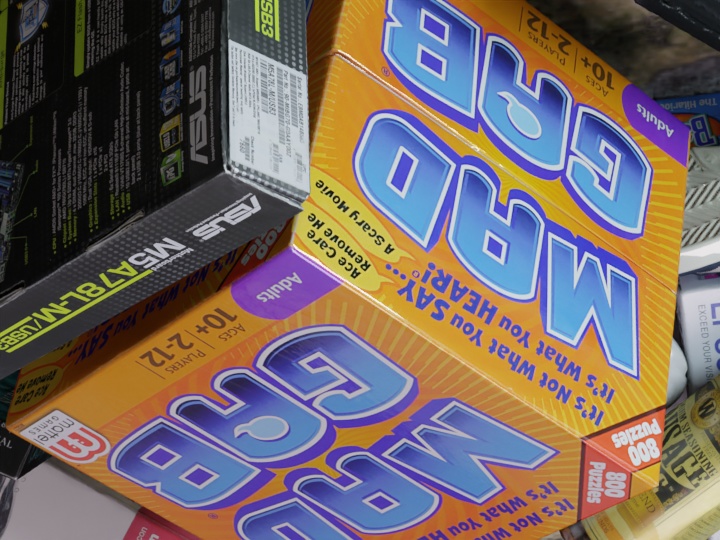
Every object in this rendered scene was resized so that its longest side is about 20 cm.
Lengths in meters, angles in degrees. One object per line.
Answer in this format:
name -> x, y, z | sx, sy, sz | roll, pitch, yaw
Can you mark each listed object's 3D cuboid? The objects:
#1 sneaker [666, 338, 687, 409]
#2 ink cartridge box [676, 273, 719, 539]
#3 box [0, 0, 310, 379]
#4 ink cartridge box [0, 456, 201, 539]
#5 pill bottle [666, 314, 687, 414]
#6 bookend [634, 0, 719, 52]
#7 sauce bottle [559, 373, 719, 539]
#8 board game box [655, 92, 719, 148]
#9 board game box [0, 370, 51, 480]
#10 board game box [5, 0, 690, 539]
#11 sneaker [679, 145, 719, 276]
sneaker -> 0.089, 0.089, 1.197 | 0.080, 0.070, 0.200 | -36, 174, -38
ink cartridge box -> 0.271, 0.063, 1.177 | 0.199, 0.043, 0.197 | -8, 126, 8
box -> -0.100, -0.080, 0.875 | 0.047, 0.201, 0.193 | 22, 143, -37
ink cartridge box -> -0.174, 0.131, 1.244 | 0.200, 0.085, 0.145 | 29, -176, 4
pill bottle -> 0.166, 0.078, 1.291 | 0.200, 0.113, 0.112 | -19, 148, 27
bookend -> 0.240, -0.149, 0.890 | 0.198, 0.092, 0.200 | -27, 145, 37
sauce bottle -> 0.188, 0.085, 1.131 | 0.200, 0.066, 0.066 | -43, 136, 23
board game box -> 0.153, -0.031, 1.156 | 0.199, 0.045, 0.152 | -6, 152, 8
board game box -> -0.209, 0.055, 1.146 | 0.135, 0.028, 0.200 | 24, -175, 2
board game box -> 0.000, 0.000, 0.989 | 0.200, 0.200, 0.200 | 33, 137, -26
sneaker -> 0.192, -0.017, 1.059 | 0.199, 0.075, 0.085 | -16, 135, 19
